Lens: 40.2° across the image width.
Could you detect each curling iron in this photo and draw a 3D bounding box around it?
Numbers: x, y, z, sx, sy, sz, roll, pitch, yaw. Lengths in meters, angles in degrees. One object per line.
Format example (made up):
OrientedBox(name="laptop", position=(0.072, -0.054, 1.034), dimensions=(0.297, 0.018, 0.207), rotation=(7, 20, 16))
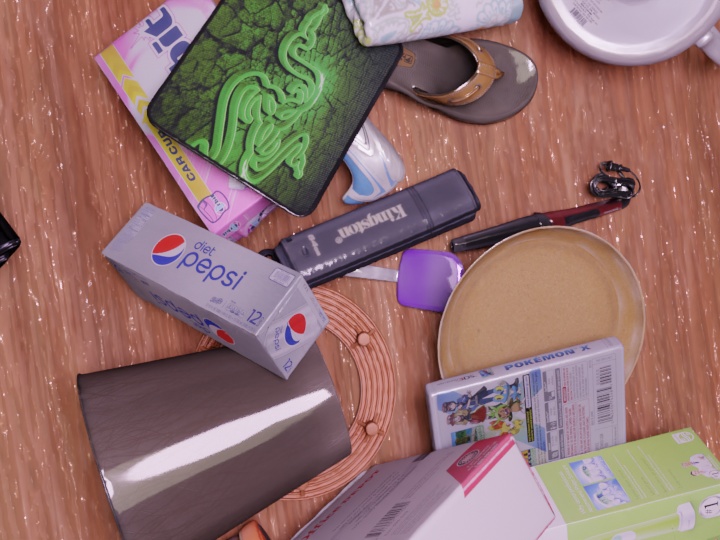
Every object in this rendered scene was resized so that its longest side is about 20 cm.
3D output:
OrientedBox(name="curling iron", position=(0.176, -0.056, 0.941), dimensions=(0.197, 0.026, 0.050), rotation=(-21, 98, -8))

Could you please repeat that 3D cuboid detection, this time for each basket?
OrientedBox(name="basket", position=(-0.116, 0.140, 0.836), dimensions=(0.197, 0.136, 0.183), rotation=(-19, 81, -10))

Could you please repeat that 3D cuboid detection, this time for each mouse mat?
OrientedBox(name="mouse mat", position=(-0.067, -0.162, 0.831), dimensions=(0.159, 0.008, 0.202), rotation=(31, 68, -6))

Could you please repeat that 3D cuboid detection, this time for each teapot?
OrientedBox(name="teapot", position=(0.254, -0.288, 0.902), dimensions=(0.193, 0.146, 0.204), rotation=(5, 114, 14))

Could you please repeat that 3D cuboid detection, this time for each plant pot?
OrientedBox(name="plant pot", position=(0.160, 0.056, 0.885), dimensions=(0.196, 0.028, 0.204), rotation=(-4, 107, -11))

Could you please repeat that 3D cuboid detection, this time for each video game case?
OrientedBox(name="video game case", position=(0.156, 0.170, 0.897), dimensions=(0.179, 0.022, 0.203), rotation=(-13, 117, -7))

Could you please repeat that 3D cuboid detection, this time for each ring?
OrientedBox(name="ring", position=(-0.062, 0.112, 0.915), dimensions=(0.196, 0.019, 0.205), rotation=(0, 90, -7))

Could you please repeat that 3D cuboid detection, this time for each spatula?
OrientedBox(name="spatula", position=(0.000, 0.000, 0.922), dimensions=(0.196, 0.021, 0.058), rotation=(8, 88, -6))

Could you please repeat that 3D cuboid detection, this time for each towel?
OrientedBox(name="towel", position=(0.044, -0.304, 0.889), dimensions=(0.168, 0.048, 0.203), rotation=(-16, 79, -23))

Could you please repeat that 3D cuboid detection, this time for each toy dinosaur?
OrientedBox(name="toy dinosaur", position=(0.164, 0.067, 0.923), dimensions=(0.100, 0.058, 0.203), rotation=(22, 87, -7))

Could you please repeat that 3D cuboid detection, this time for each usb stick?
OrientedBox(name="usb stick", position=(0.017, -0.038, 0.907), dimensions=(0.197, 0.033, 0.056), rotation=(-23, 73, -12))

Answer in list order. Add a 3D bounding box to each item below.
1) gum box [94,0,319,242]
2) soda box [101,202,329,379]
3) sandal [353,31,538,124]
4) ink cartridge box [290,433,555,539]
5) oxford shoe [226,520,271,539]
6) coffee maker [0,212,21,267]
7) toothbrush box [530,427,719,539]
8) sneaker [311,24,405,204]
OrientedBox(name="gum box", position=(-0.126, -0.133, 0.866), dimensions=(0.113, 0.066, 0.202), rotation=(-35, 85, 3))
OrientedBox(name="soda box", position=(-0.123, 0.013, 0.824), dimensions=(0.198, 0.069, 0.064), rotation=(23, 66, 36))
OrientedBox(name="sandal", position=(0.082, -0.190, 0.906), dimensions=(0.197, 0.054, 0.083), rotation=(15, 86, -22))
OrientedBox(name="ink cartridge box", position=(0.040, 0.222, 0.815), dimensions=(0.145, 0.199, 0.086), rotation=(-35, 97, -39))
OrientedBox(name="oxford shoe", position=(-0.091, 0.297, 0.826), dimensions=(0.072, 0.200, 0.072), rotation=(-31, 112, -2))
OrientedBox(name="coffee maker", position=(-0.384, -0.065, 0.794), dimensions=(0.134, 0.192, 0.202), rotation=(-37, 95, -22))
OrientedBox(name="toothbrush box", position=(0.227, 0.245, 0.888), dimensions=(0.196, 0.086, 0.148), rotation=(-14, 118, -7))
OrientedBox(name="sneaker", position=(-0.033, -0.154, 0.899), dimensions=(0.072, 0.072, 0.202), rotation=(-29, 88, 6))
